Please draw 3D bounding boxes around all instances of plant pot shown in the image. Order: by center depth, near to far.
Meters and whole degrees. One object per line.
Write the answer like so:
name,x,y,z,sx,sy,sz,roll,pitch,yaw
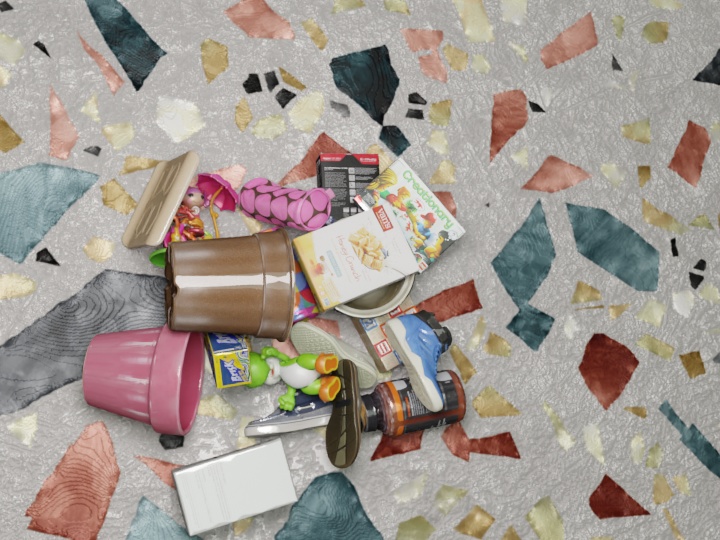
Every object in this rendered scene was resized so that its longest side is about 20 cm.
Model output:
plant pot,-0.230,0.024,1.548,0.198,0.200,0.201,0,80,-18
plant pot,-0.384,0.183,1.601,0.179,0.200,0.200,6,78,2

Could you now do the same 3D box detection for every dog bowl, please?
dog bowl,0.000,0.000,1.722,0.200,0.074,0.200,3,76,-10

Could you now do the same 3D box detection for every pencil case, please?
pencil case,-0.142,-0.129,1.709,0.094,0.200,0.091,-55,134,-19
pencil case,-0.151,0.016,1.737,0.088,0.088,0.200,-19,84,-17

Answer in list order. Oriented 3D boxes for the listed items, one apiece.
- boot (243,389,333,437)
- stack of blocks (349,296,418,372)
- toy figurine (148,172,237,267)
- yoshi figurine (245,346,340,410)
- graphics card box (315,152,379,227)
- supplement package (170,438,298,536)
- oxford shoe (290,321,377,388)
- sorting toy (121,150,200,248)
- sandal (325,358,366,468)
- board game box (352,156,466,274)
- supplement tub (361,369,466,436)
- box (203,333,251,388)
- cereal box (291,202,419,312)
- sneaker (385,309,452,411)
boot,-0.129,0.259,1.711,0.200,0.073,0.090,-6,77,-24
stack of blocks,0.045,0.086,1.787,0.115,0.059,0.200,-28,88,-18
toy figurine,-0.299,-0.096,1.696,0.200,0.150,0.184,7,66,-30
yoshi figurine,-0.145,0.190,1.658,0.200,0.112,0.113,4,63,27
graphics card box,-0.021,-0.133,1.814,0.125,0.051,0.200,-1,79,-15
supplement package,-0.229,0.387,1.631,0.200,0.117,0.117,-14,83,-16
oxford shoe,-0.051,0.156,1.737,0.200,0.075,0.058,33,32,-19
sorting toy,-0.361,-0.123,1.650,0.036,0.200,0.185,28,78,-27
sandal,-0.021,0.267,1.686,0.055,0.082,0.200,17,65,-44
board game box,0.096,-0.108,1.785,0.126,0.035,0.200,-43,94,-5
supplement tub,0.096,0.258,1.744,0.200,0.107,0.107,-9,82,-16
box,-0.243,0.137,1.625,0.064,0.200,0.070,-8,109,-14
cereal box,-0.009,-0.026,1.667,0.200,0.040,0.144,-23,82,-15
sneaker,0.136,0.162,1.706,0.111,0.077,0.200,-19,59,-17
